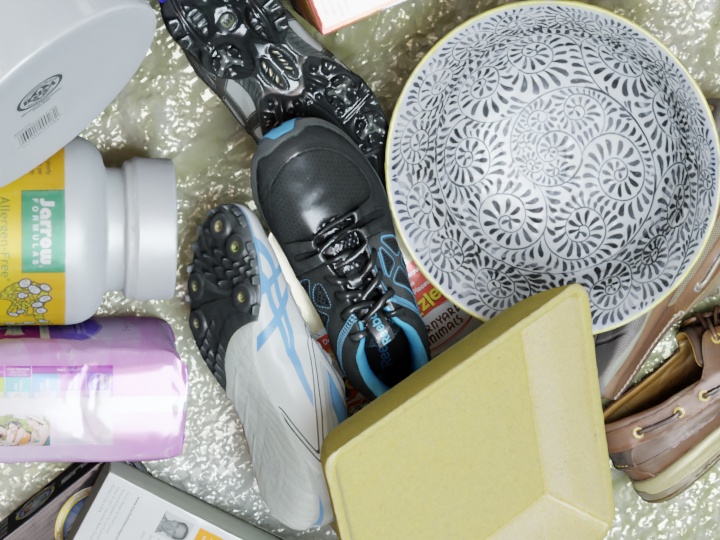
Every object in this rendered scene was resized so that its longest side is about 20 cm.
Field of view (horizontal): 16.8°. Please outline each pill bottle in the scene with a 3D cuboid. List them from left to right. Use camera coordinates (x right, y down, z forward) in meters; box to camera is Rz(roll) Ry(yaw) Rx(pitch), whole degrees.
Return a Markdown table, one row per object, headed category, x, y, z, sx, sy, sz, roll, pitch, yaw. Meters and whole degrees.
| category | x | y | z | sx | sy | sz | roll | pitch | yaw |
| --- | --- | --- | --- | --- | --- | --- | --- | --- | --- |
| pill bottle | -0.209 | -0.024 | 1.434 | 0.198 | 0.113 | 0.114 | 0 | 101 | -8 |

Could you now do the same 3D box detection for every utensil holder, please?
| category | x | y | z | sx | sy | sz | roll | pitch | yaw |
| --- | --- | --- | --- | --- | --- | --- | --- | --- | --- |
| utensil holder | -0.232 | -0.164 | 1.339 | 0.170 | 0.170 | 0.200 | -41 | 79 | 2 |

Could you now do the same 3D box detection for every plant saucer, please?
| category | x | y | z | sx | sy | sz | roll | pitch | yaw |
| --- | --- | --- | --- | --- | --- | --- | --- | --- | --- |
| plant saucer | 0.057 | 0.122 | 1.439 | 0.199 | 0.048 | 0.201 | -33 | 132 | -25 |

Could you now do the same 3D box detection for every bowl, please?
| category | x | y | z | sx | sy | sz | roll | pitch | yaw |
| --- | --- | --- | --- | --- | --- | --- | --- | --- | --- |
| bowl | 0.120 | -0.068 | 1.470 | 0.199 | 0.094 | 0.203 | 3 | 104 | 11 |

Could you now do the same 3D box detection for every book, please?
| category | x | y | z | sx | sy | sz | roll | pitch | yaw |
| --- | --- | --- | --- | --- | --- | --- | --- | --- | --- |
| book | -0.094 | 0.217 | 1.488 | 0.199 | 0.048 | 0.134 | 27 | 100 | -12 |

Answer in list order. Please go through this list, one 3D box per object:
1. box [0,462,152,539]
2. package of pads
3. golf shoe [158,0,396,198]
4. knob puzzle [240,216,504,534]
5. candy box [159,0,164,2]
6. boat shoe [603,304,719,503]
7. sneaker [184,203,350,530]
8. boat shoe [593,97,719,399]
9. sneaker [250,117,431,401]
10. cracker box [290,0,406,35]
| category | x | y | z | sx | sy | sz | roll | pitch | yaw |
| --- | --- | --- | --- | --- | --- | --- | --- | --- | --- |
| box | -0.180 | 0.225 | 1.522 | 0.200 | 0.044 | 0.161 | -38 | 105 | 1 |
| package of pads | -0.202 | 0.070 | 1.448 | 0.198 | 0.120 | 0.076 | 0 | 96 | -8 |
| golf shoe | -0.050 | -0.115 | 1.455 | 0.078 | 0.095 | 0.200 | -37 | 118 | -3 |
| knob puzzle | 0.007 | 0.046 | 1.520 | 0.217 | 0.030 | 0.222 | -1 | 99 | -8 |
| candy box | -0.111 | -0.282 | 1.371 | 0.169 | 0.077 | 0.201 | -37 | 73 | 2 |
| boat shoe | 0.231 | 0.056 | 1.532 | 0.200 | 0.072 | 0.068 | -44 | 105 | 5 |
| sneaker | -0.049 | 0.055 | 1.471 | 0.072 | 0.072 | 0.202 | -21 | 94 | -45 |
| boat shoe | 0.199 | -0.005 | 1.517 | 0.071 | 0.076 | 0.201 | 23 | 102 | -25 |
| sneaker | 0.000 | 0.000 | 1.428 | 0.073 | 0.082 | 0.201 | -29 | 121 | -4 |
| cracker box | 0.050 | -0.205 | 1.423 | 0.199 | 0.134 | 0.058 | -24 | 104 | -2 |
